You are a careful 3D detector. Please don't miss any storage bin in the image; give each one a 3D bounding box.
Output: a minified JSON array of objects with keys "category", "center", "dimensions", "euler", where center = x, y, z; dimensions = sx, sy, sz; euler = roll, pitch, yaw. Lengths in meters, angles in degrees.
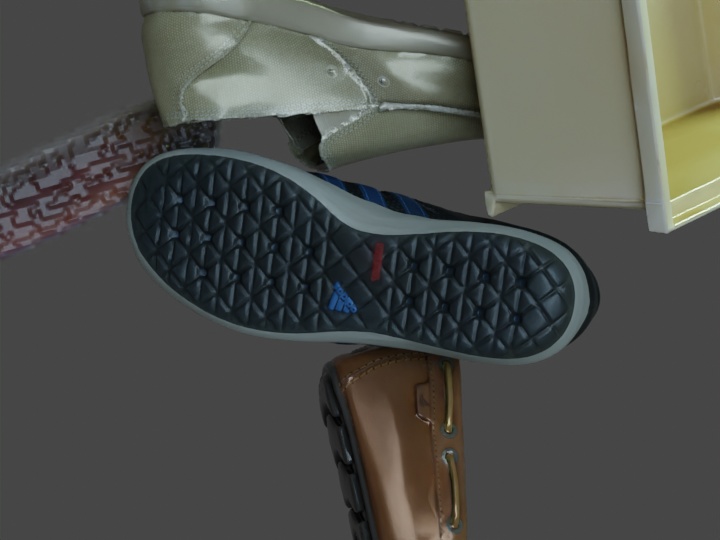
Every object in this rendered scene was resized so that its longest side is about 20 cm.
[{"category":"storage bin","center":[0.129,-0.139,1.046],"dimensions":[0.198,0.094,0.200],"euler":[-24,109,-45]}]

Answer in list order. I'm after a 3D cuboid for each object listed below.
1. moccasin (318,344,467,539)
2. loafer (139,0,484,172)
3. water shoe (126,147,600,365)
[{"category":"moccasin","center":[0.038,0.127,1.067],"dimensions":[0.078,0.074,0.202],"euler":[-11,76,-7]},{"category":"loafer","center":[-0.001,-0.073,1.080],"dimensions":[0.200,0.076,0.068],"euler":[12,91,-15]},{"category":"water shoe","center":[0.000,0.000,1.071],"dimensions":[0.200,0.079,0.072],"euler":[16,94,16]}]
